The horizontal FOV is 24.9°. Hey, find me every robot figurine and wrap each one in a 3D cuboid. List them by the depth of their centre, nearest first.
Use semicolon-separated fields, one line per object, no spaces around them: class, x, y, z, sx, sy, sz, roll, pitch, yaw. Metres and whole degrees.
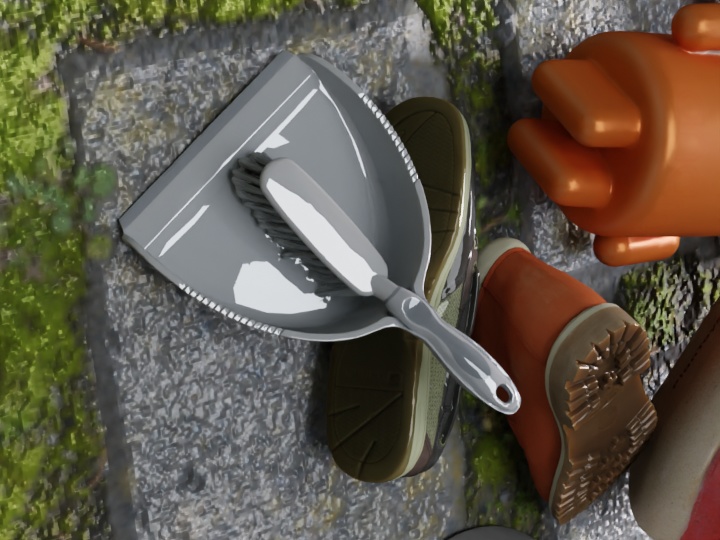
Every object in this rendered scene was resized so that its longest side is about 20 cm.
robot figurine;0.182;-0.075;0.931;0.199;0.116;0.145;-2;90;-30

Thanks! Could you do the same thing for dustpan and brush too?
dustpan and brush;0.000;0.000;0.799;0.200;0.057;0.140;46;70;-11

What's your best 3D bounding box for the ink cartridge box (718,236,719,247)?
ink cartridge box;0.285;-0.120;1.057;0.161;0.050;0.201;-23;106;-33

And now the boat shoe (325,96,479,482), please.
boat shoe;0.028;0.012;0.865;0.066;0.071;0.202;13;84;-60

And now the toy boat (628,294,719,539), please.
toy boat;0.250;0.092;0.975;0.130;0.131;0.200;32;95;1

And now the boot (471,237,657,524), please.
boot;0.108;0.063;0.927;0.075;0.107;0.200;-36;145;-20

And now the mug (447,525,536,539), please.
mug;0.117;0.249;0.912;0.149;0.153;0.187;-34;116;-30
